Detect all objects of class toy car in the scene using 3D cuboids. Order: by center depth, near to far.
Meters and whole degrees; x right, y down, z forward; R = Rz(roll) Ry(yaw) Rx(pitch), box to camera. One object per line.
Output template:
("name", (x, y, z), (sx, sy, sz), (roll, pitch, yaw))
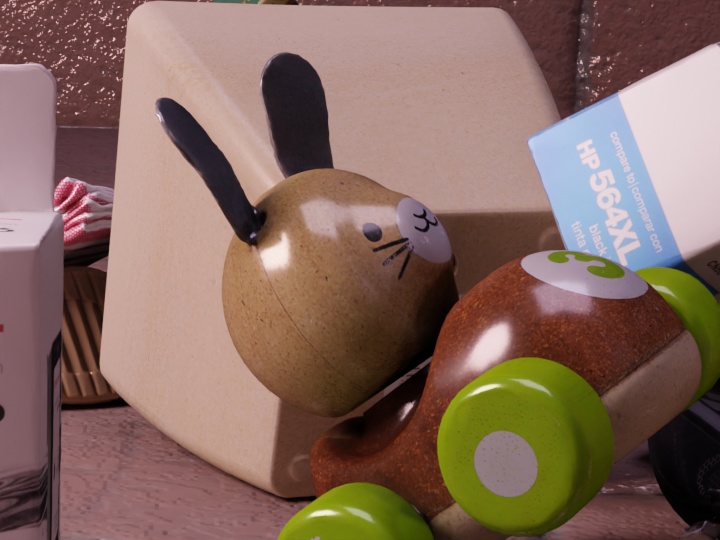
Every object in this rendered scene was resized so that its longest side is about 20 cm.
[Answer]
("toy car", (0.012, 0.005, 0.780), (0.158, 0.201, 0.164), (-39, -6, 29))

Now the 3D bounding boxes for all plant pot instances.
("plant pot", (0.000, 0.000, 1.000), (0.198, 0.201, 0.177), (-1, 25, -20))

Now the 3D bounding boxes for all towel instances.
("towel", (-0.198, 0.002, 1.163), (0.199, 0.030, 0.146), (-27, -4, 17))

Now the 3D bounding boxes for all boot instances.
("boot", (-0.156, 0.037, 1.197), (0.199, 0.073, 0.166), (-9, -1, -33))

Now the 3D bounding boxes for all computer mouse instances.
("computer mouse", (0.161, 0.093, 0.828), (0.137, 0.053, 0.200), (17, 12, -14))

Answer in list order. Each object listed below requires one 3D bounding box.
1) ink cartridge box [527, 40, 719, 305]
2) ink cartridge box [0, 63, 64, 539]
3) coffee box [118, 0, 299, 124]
("ink cartridge box", (0.192, -0.046, 0.900), (0.199, 0.085, 0.146), (-26, -23, 20))
("ink cartridge box", (-0.141, 0.044, 0.592), (0.115, 0.202, 0.068), (1, 8, -3))
("coffee box", (-0.043, -0.061, 1.259), (0.044, 0.200, 0.123), (12, 56, 47))
